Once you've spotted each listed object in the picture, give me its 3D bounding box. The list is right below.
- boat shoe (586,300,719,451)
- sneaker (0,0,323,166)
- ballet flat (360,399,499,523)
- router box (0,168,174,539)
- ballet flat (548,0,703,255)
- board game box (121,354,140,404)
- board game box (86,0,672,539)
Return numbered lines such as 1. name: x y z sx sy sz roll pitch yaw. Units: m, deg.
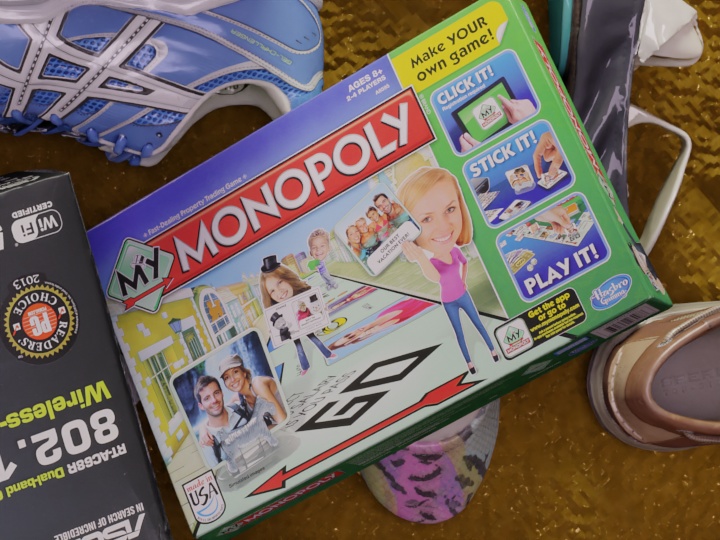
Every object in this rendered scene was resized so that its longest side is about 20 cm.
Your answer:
1. boat shoe: 0.195 0.032 0.850 0.200 0.072 0.076 -18 91 -6
2. sneaker: -0.107 -0.078 0.816 0.200 0.076 0.077 -12 86 -5
3. ballet flat: 0.029 0.003 0.833 0.069 0.071 0.200 5 89 -7
4. router box: -0.182 0.062 0.754 0.200 0.062 0.150 -20 102 -23
5. ballet flat: 0.102 -0.071 0.843 0.073 0.073 0.200 5 96 -6
6. board game box: -0.215 0.056 0.787 0.200 0.026 0.200 44 75 -21
7. board game box: 0.000 0.000 0.793 0.200 0.029 0.135 -30 71 17
